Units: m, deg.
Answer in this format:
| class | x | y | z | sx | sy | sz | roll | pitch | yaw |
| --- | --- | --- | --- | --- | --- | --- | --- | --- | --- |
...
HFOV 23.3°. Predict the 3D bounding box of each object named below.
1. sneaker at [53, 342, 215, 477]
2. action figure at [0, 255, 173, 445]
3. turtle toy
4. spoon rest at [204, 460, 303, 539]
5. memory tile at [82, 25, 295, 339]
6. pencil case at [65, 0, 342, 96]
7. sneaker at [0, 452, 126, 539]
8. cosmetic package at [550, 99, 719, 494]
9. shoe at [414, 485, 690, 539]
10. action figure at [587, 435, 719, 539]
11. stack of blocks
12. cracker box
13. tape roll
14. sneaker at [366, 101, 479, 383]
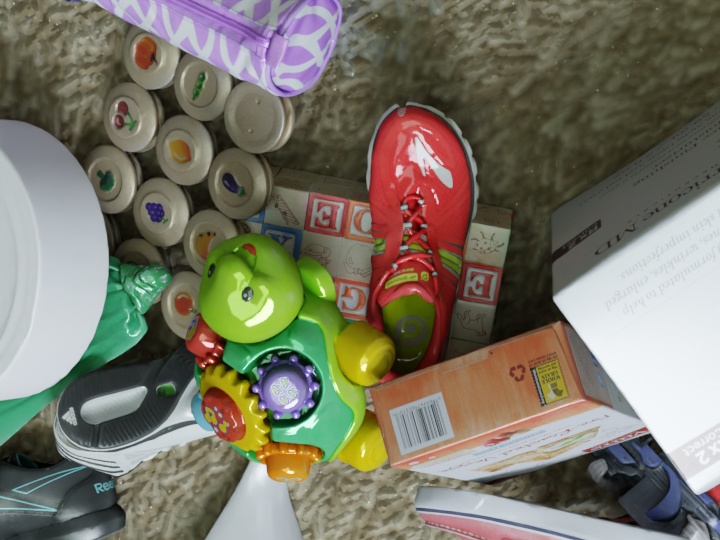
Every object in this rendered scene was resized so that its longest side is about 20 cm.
| class | x | y | z | sx | sy | sz | roll | pitch | yaw |
| --- | --- | --- | --- | --- | --- | --- | --- | --- | --- |
| sneaker | -0.132 | 0.098 | 1.284 | 0.200 | 0.115 | 0.076 | -9 | 75 | -20 |
| action figure | -0.212 | 0.041 | 1.251 | 0.200 | 0.055 | 0.118 | -26 | 87 | 30 |
| turtle toy | -0.058 | 0.056 | 1.142 | 0.146 | 0.101 | 0.200 | 31 | 137 | 34 |
| spoon rest | -0.071 | 0.196 | 1.306 | 0.099 | 0.061 | 0.200 | 8 | 115 | -25 |
| memory tile | -0.131 | -0.063 | 1.217 | 0.153 | 0.017 | 0.200 | 32 | 114 | 24 |
| pencil case | -0.109 | -0.185 | 1.151 | 0.200 | 0.085 | 0.084 | 26 | 103 | 22 |
| sneaker | -0.279 | 0.183 | 1.328 | 0.200 | 0.075 | 0.079 | -14 | 91 | 4 |
| cosmetic package | 0.236 | 0.007 | 1.141 | 0.165 | 0.200 | 0.165 | -35 | 100 | 14 |
| shoe | 0.124 | 0.209 | 1.207 | 0.200 | 0.071 | 0.091 | 10 | 85 | 22 |
| action figure | 0.192 | 0.170 | 1.271 | 0.193 | 0.105 | 0.200 | -38 | 70 | 9 |
| stack of blocks | 0.000 | 0.000 | 1.239 | 0.200 | 0.059 | 0.115 | 11 | 106 | 3 |
| cracker box | 0.108 | 0.093 | 1.157 | 0.134 | 0.200 | 0.058 | -21 | 73 | 19 |
| tape roll | -0.272 | -0.008 | 1.215 | 0.202 | 0.071 | 0.203 | 2 | 93 | 34 |
| sneaker | 0.039 | -0.010 | 1.156 | 0.077 | 0.085 | 0.200 | 1 | 106 | 5 |
